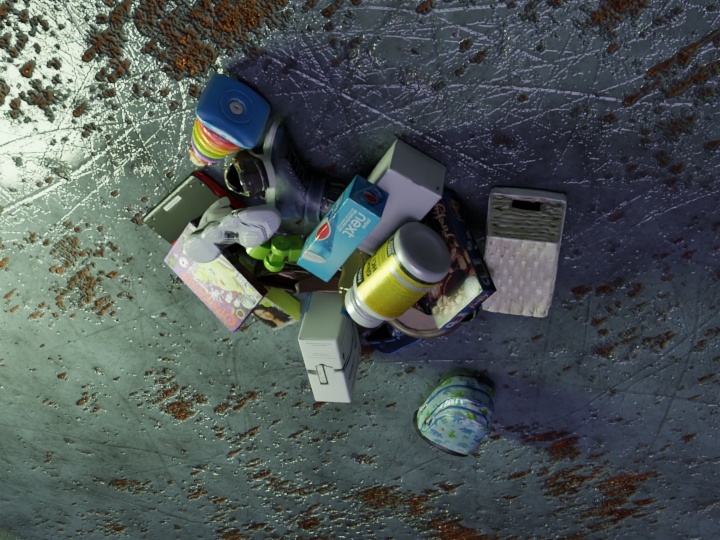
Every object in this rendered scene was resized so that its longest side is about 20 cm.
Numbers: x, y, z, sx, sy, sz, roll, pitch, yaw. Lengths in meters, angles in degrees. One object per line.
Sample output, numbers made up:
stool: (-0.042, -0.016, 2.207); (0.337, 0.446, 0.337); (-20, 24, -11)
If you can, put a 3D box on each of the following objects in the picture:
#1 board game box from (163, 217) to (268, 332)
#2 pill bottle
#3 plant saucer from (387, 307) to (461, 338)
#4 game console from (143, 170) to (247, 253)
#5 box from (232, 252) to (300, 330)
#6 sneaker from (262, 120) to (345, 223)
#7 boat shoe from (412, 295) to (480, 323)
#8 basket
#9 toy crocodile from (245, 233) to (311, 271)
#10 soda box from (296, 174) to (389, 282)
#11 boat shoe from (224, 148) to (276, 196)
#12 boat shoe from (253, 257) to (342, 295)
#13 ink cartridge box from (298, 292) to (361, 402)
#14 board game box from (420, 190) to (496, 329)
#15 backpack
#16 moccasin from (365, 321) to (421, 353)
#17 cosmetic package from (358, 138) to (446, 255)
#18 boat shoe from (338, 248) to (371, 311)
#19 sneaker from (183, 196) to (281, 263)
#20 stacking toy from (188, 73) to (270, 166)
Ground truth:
board game box: (-0.280, 0.011, 1.701); (0.200, 0.032, 0.120); (45, 128, 4)
pill bottle: (0.058, 0.015, 1.536); (0.112, 0.113, 0.200); (30, 134, -16)
plant saucer: (0.117, 0.044, 1.671); (0.197, 0.032, 0.203); (5, 112, 12)
game console: (-0.304, -0.093, 1.711); (0.177, 0.031, 0.199); (41, 131, -20)
box: (-0.212, 0.046, 1.786); (0.075, 0.051, 0.200); (-23, 133, 33)
sneaker: (-0.094, -0.166, 1.532); (0.144, 0.078, 0.204); (10, 138, 8)
boat shoe: (0.124, 0.041, 1.618); (0.199, 0.063, 0.075); (17, 117, 7)
basket: (0.281, -0.027, 1.536); (0.134, 0.124, 0.202); (6, 137, 10)
toy crocodile: (-0.119, -0.043, 1.657); (0.197, 0.062, 0.068); (-2, 146, -23)
soda box: (-0.032, -0.069, 1.507); (0.067, 0.065, 0.200); (31, 135, -11)
boat shoe: (-0.200, -0.165, 1.502); (0.060, 0.201, 0.073); (-20, 104, -18)
boat shoe: (-0.114, 0.022, 1.736); (0.199, 0.075, 0.075); (10, 137, 6)
ink cartridge box: (-0.058, 0.151, 1.803); (0.083, 0.147, 0.201); (1, 137, 12)
board game box: (0.150, -0.017, 1.539); (0.034, 0.202, 0.136); (-1, 149, -35)
backpack: (0.215, 0.314, 1.914); (0.162, 0.154, 0.201); (27, 124, -4)
moccasin: (0.079, 0.116, 1.771); (0.068, 0.081, 0.200); (20, 138, -25)
cosmetic package: (0.052, -0.118, 1.536); (0.107, 0.085, 0.200); (28, 135, -15)
boat shoe: (-0.001, -0.001, 1.676); (0.071, 0.066, 0.203); (19, 134, 27)
sneaker: (-0.223, -0.090, 1.589); (0.198, 0.116, 0.075); (-21, 121, 24)
stacking toy: (-0.249, -0.229, 1.510); (0.115, 0.111, 0.200); (30, 147, -18)
